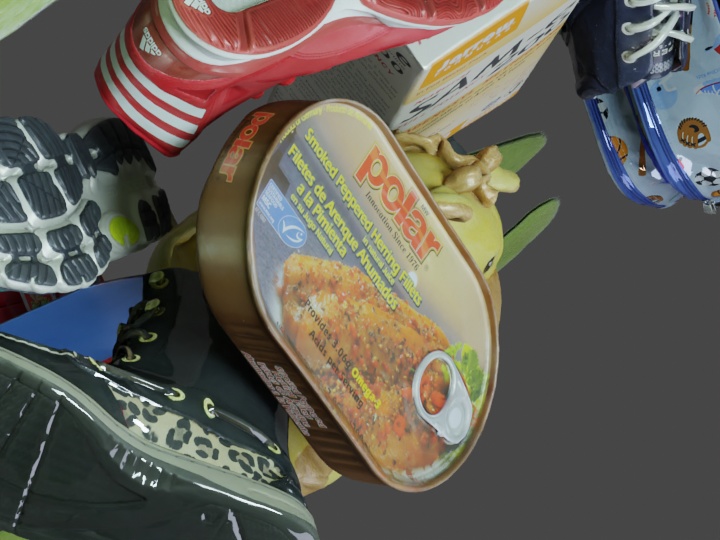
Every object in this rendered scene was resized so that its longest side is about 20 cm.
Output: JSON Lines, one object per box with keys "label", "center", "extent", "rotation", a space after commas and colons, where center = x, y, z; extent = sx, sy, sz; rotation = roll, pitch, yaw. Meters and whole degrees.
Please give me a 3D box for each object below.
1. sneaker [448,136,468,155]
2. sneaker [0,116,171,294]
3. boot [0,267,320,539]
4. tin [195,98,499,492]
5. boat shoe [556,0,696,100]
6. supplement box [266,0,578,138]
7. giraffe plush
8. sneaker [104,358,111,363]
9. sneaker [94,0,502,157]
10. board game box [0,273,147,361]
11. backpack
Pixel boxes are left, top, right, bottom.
{"label": "sneaker", "center": [-0.007, -0.028, 1.549], "extent": [0.077, 0.111, 0.200], "rotation": [-29, 169, -46]}
{"label": "sneaker", "center": [-0.146, -0.016, 1.162], "extent": [0.079, 0.078, 0.200], "rotation": [-26, 174, 18]}
{"label": "boot", "center": [-0.109, 0.050, 1.165], "extent": [0.074, 0.203, 0.154], "rotation": [-53, -160, 27]}
{"label": "tin", "center": [-0.003, 0.011, 1.170], "extent": [0.042, 0.200, 0.112], "rotation": [9, -124, 40]}
{"label": "boat shoe", "center": [0.146, -0.145, 1.332], "extent": [0.074, 0.093, 0.200], "rotation": [-17, 176, -16]}
{"label": "supplement box", "center": [0.036, -0.118, 1.345], "extent": [0.126, 0.074, 0.200], "rotation": [-35, 172, -20]}
{"label": "giraffe plush", "center": [0.000, 0.000, 1.310], "extent": [0.161, 0.201, 0.173], "rotation": [-16, -146, 15]}
{"label": "sneaker", "center": [-0.209, 0.097, 1.481], "extent": [0.200, 0.085, 0.077], "rotation": [-37, 172, 1]}
{"label": "sneaker", "center": [-0.034, -0.109, 1.163], "extent": [0.199, 0.079, 0.115], "rotation": [-12, 166, -43]}
{"label": "board game box", "center": [-0.174, 0.026, 1.369], "extent": [0.199, 0.039, 0.158], "rotation": [-23, 168, 12]}
{"label": "backpack", "center": [0.218, -0.128, 1.763], "extent": [0.153, 0.201, 0.190], "rotation": [-25, 171, 11]}
